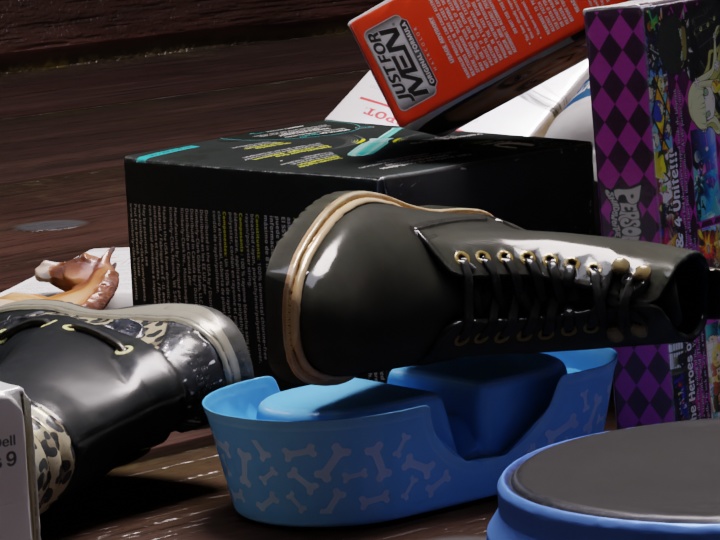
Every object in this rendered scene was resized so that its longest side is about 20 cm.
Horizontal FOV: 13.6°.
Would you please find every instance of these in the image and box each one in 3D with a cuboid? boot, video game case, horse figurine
[{"bbox_3d":[0.060,0.008,1.255,0.138,0.078,0.200,6,13,27],"label":"boot"},{"bbox_3d":[0.167,-0.032,1.414,0.036,0.202,0.181,0,9,32],"label":"video game case"},{"bbox_3d":[-0.166,0.067,1.332,0.203,0.074,0.153,-7,12,37],"label":"boot"},{"bbox_3d":[-0.194,0.042,1.548,0.132,0.050,0.200,-6,14,2],"label":"horse figurine"}]

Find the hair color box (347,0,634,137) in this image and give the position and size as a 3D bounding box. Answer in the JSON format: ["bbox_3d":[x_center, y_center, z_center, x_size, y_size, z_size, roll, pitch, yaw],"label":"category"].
[{"bbox_3d":[0.102,-0.138,1.447,0.199,0.062,0.101,-28,-6,13],"label":"hair color box"}]

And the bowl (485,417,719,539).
[{"bbox_3d":[0.145,0.091,1.144,0.199,0.040,0.201,-4,8,1],"label":"bowl"}]

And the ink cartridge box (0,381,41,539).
[{"bbox_3d":[-0.235,0.085,1.186,0.145,0.088,0.199,-10,9,-35],"label":"ink cartridge box"}]

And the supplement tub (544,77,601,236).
[{"bbox_3d":[0.180,-0.063,1.584,0.144,0.145,0.200,4,42,40],"label":"supplement tub"}]

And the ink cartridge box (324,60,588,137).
[{"bbox_3d":[0.064,-0.080,1.650,0.115,0.067,0.200,20,53,30],"label":"ink cartridge box"}]

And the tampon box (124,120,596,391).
[{"bbox_3d":[0.000,0.000,1.512,0.149,0.127,0.199,-11,12,-41],"label":"tampon box"}]

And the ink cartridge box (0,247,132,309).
[{"bbox_3d":[-0.105,0.018,1.723,0.160,0.050,0.200,-2,6,11],"label":"ink cartridge box"}]

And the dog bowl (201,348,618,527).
[{"bbox_3d":[0.025,0.069,1.308,0.199,0.050,0.111,-11,11,-37],"label":"dog bowl"}]
